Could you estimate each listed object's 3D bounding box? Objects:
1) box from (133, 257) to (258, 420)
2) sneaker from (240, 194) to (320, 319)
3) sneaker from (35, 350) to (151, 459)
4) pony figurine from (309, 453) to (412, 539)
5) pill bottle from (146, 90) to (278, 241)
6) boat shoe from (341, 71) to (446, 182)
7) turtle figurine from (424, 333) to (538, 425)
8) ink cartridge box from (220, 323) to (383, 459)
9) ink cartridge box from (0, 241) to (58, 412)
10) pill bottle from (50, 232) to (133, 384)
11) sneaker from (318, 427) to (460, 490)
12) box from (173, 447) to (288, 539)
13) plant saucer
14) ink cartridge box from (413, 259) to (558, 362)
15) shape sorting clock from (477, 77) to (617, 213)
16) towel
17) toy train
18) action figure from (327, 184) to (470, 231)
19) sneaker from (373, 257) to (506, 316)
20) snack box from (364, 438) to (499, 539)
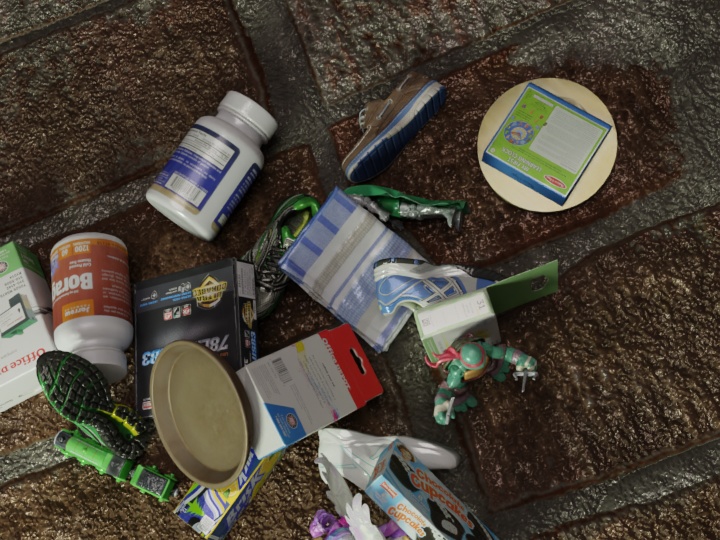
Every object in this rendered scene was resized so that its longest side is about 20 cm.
[{"bbox_3d":[-0.231,0.099,1.634,0.199,0.050,0.200,-12,73,33],"label":"box"},{"bbox_3d":[-0.121,-0.023,1.659,0.078,0.085,0.201,27,80,-11],"label":"sneaker"},{"bbox_3d":[-0.377,0.184,1.600,0.085,0.200,0.078,6,50,46],"label":"sneaker"},{"bbox_3d":[-0.016,0.356,1.505,0.200,0.193,0.167,-37,30,-4],"label":"pony figurine"},{"bbox_3d":[-0.211,-0.155,1.715,0.119,0.120,0.201,31,80,17],"label":"pill bottle"},{"bbox_3d":[0.036,-0.212,1.721,0.072,0.072,0.200,39,73,23],"label":"boat shoe"},{"bbox_3d":[0.152,0.131,1.518,0.149,0.200,0.101,-24,78,0],"label":"turtle figurine"},{"bbox_3d":[-0.074,0.157,1.564,0.067,0.199,0.117,-34,81,44],"label":"ink cartridge box"},{"bbox_3d":[-0.519,0.084,1.714,0.145,0.084,0.201,-28,70,1],"label":"ink cartridge box"},{"bbox_3d":[-0.382,0.056,1.672,0.111,0.112,0.201,-13,64,6],"label":"pill bottle"},{"bbox_3d":[0.037,0.258,1.578,0.199,0.070,0.081,2,79,18],"label":"sneaker"},{"bbox_3d":[-0.164,0.270,1.602,0.064,0.070,0.200,34,81,19],"label":"box"},{"bbox_3d":[-0.205,0.186,1.535,0.199,0.029,0.201,15,112,42],"label":"plant saucer"},{"bbox_3d":[0.176,0.058,1.568,0.199,0.146,0.048,-18,71,4],"label":"ink cartridge box"},{"bbox_3d":[0.266,-0.179,1.681,0.199,0.039,0.201,-2,74,8],"label":"shape sorting clock"},{"bbox_3d":[0.000,0.000,1.631,0.200,0.024,0.147,40,80,-13],"label":"towel"},{"bbox_3d":[-0.345,0.271,1.640,0.199,0.056,0.042,21,80,15],"label":"toy train"},{"bbox_3d":[0.045,-0.090,1.671,0.199,0.118,0.055,9,85,21],"label":"action figure"},{"bbox_3d":[0.113,0.031,1.614,0.199,0.076,0.078,4,79,-7],"label":"sneaker"},{"bbox_3d":[0.096,0.313,1.485,0.200,0.116,0.037,45,108,-3],"label":"snack box"}]
